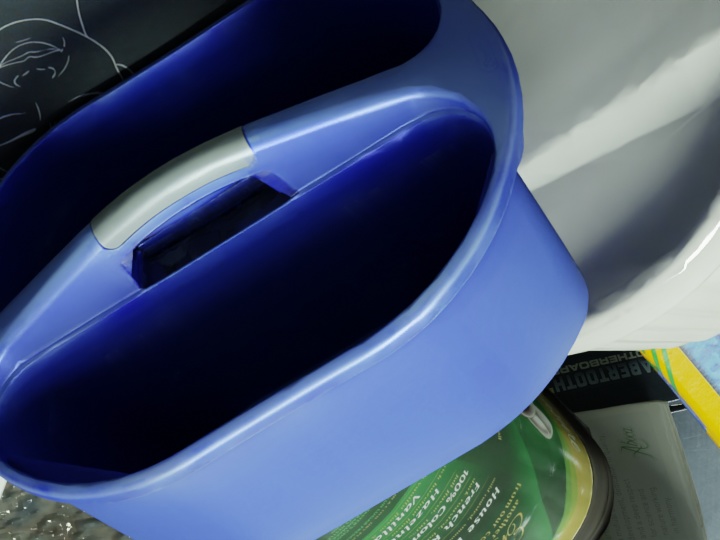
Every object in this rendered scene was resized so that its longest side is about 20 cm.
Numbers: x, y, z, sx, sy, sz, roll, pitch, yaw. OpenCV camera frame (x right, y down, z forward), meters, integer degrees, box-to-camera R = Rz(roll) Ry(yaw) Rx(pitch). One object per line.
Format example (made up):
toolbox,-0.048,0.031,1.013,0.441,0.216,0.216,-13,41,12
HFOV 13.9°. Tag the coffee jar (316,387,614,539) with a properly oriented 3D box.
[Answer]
coffee jar,0.009,0.061,1.026,0.085,0.104,0.200,-50,149,9

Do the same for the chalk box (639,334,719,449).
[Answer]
chalk box,0.189,0.017,1.064,0.124,0.200,0.124,-39,178,23

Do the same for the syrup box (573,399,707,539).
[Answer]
syrup box,0.030,0.117,1.154,0.199,0.082,0.079,-8,137,-5

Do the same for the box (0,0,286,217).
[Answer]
box,-0.112,-0.098,0.929,0.148,0.107,0.200,-15,138,-3

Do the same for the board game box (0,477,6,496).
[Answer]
board game box,-0.244,0.095,1.108,0.195,0.056,0.200,3,129,-27

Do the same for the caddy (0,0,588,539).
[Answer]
caddy,-0.031,-0.003,0.872,0.200,0.142,0.105,-32,140,14

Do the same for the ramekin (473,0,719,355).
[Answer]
ramekin,0.084,-0.064,0.970,0.202,0.203,0.094,-42,144,26

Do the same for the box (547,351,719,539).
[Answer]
box,0.089,0.113,1.264,0.157,0.051,0.200,-12,138,-6
